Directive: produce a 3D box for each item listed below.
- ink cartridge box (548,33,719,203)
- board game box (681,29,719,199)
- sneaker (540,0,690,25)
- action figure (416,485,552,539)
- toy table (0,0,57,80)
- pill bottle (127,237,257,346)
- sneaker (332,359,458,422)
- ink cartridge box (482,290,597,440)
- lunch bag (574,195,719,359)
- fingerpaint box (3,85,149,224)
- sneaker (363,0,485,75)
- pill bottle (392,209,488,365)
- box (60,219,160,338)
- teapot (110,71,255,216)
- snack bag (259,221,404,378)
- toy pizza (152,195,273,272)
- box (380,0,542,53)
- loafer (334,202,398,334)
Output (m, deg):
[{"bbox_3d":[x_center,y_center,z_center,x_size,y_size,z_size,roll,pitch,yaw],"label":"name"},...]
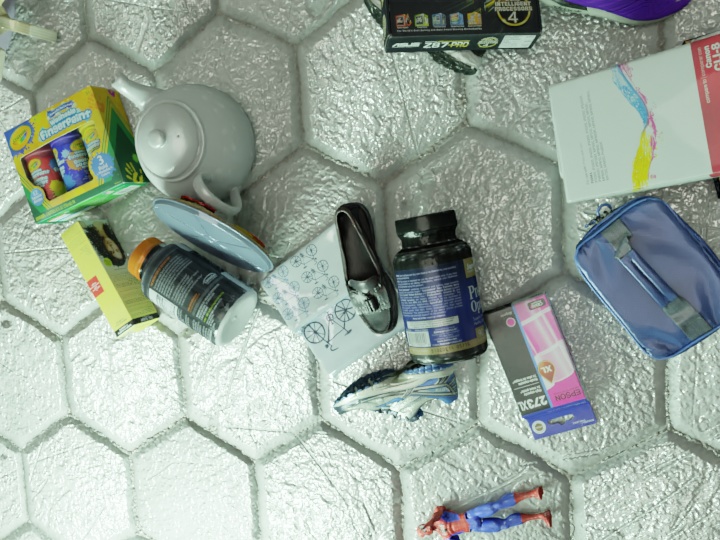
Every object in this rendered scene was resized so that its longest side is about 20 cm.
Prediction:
[{"bbox_3d":[0.343,-0.169,0.758,0.199,0.145,0.145,-10,93,33],"label":"ink cartridge box"},{"bbox_3d":[0.487,-0.201,0.787,0.135,0.035,0.201,-14,92,20],"label":"board game box"},{"bbox_3d":[0.316,-0.346,0.771,0.199,0.100,0.070,2,92,-4],"label":"sneaker"},{"bbox_3d":[0.166,0.369,0.931,0.199,0.099,0.066,-20,89,22],"label":"action figure"},{"bbox_3d":[-0.615,-0.419,1.065,0.117,0.184,0.201,23,116,31],"label":"toy table"},{"bbox_3d":[-0.272,0.026,1.029,0.200,0.106,0.107,32,105,12],"label":"pill bottle"},{"bbox_3d":[0.053,0.191,0.958,0.199,0.077,0.086,-21,94,20],"label":"sneaker"},{"bbox_3d":[0.251,0.137,0.907,0.094,0.037,0.201,-22,91,20],"label":"ink cartridge box"},{"bbox_3d":[0.358,-0.001,0.802,0.136,0.132,0.200,-41,83,18],"label":"lunch bag"},{"bbox_3d":[-0.479,-0.190,1.090,0.199,0.073,0.168,-19,90,19],"label":"fingerpaint box"},{"bbox_3d":[0.089,-0.347,0.890,0.200,0.074,0.080,31,96,6],"label":"sneaker"},{"bbox_3d":[0.106,0.022,0.899,0.111,0.112,0.201,-9,94,19],"label":"pill bottle"},{"bbox_3d":[-0.422,0.011,1.095,0.050,0.075,0.201,-31,87,19],"label":"box"},{"bbox_3d":[-0.265,-0.189,0.981,0.199,0.146,0.198,7,99,17],"label":"teapot"},{"bbox_3d":[-0.036,0.047,0.998,0.188,0.021,0.200,-35,85,18],"label":"snack bag"},{"bbox_3d":[-0.215,-0.058,0.968,0.199,0.200,0.032,22,73,15],"label":"toy pizza"},{"bbox_3d":[0.124,-0.366,0.831,0.199,0.049,0.162,-3,81,-5],"label":"box"},{"bbox_3d":[0.000,0.000,0.937,0.072,0.063,0.201,-15,90,19],"label":"loafer"}]
